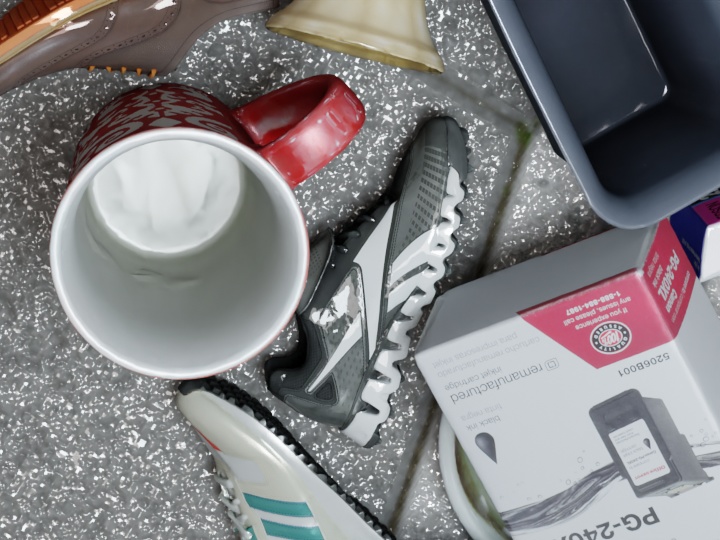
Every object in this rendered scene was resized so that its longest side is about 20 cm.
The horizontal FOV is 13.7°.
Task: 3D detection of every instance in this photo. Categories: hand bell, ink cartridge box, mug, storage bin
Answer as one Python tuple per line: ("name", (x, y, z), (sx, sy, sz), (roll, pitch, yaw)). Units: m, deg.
("hand bell", (0.022, -0.219, 1.666), (0.104, 0.104, 0.201), (15, 90, -9))
("ink cartridge box", (0.142, 0.089, 1.668), (0.145, 0.083, 0.200), (-22, 109, 23))
("ink cartridge box", (0.245, -0.040, 1.716), (0.199, 0.095, 0.037), (-22, 105, 0))
("mug", (-0.082, -0.034, 1.631), (0.177, 0.200, 0.134), (-10, 104, -4))
("storage bin", (0.137, -0.144, 1.657), (0.145, 0.134, 0.200), (-29, 106, -7))

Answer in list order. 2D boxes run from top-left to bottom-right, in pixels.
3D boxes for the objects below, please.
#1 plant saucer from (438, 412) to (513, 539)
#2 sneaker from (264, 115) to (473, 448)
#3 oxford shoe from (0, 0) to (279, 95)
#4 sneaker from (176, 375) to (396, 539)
("plant saucer", (0.146, 0.098, 1.750), (0.199, 0.050, 0.201), (3, 115, 7))
("sneaker", (0.000, 0.000, 1.716), (0.090, 0.066, 0.201), (17, 104, -12))
("oxford shoe", (-0.139, -0.132, 1.670), (0.199, 0.071, 0.073), (-26, 110, 1))
("sneaker", (-0.051, 0.152, 1.745), (0.093, 0.070, 0.200), (-45, 107, 0))
